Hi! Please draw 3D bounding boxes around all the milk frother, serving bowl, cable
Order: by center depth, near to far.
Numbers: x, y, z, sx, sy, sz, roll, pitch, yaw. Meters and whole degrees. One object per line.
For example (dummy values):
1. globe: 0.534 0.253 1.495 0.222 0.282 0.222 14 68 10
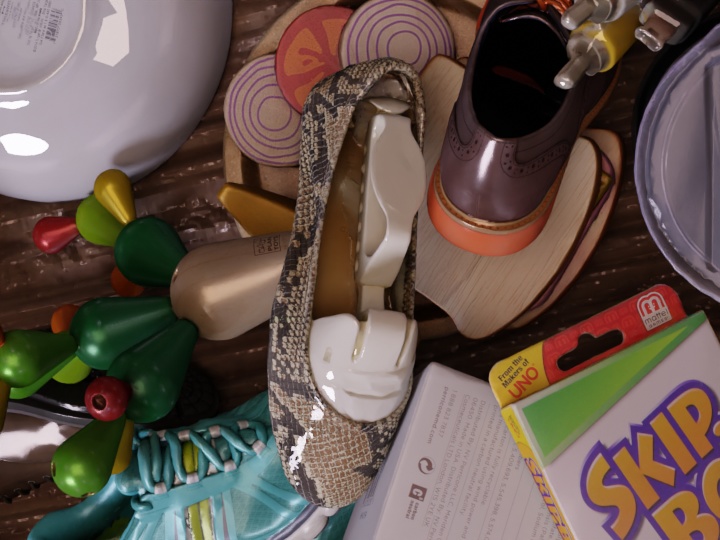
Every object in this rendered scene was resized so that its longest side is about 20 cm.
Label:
1. milk frother: 0.226 -0.057 0.682 0.200 0.188 0.181 -40 92 13
2. cable: 0.147 -0.148 0.682 0.050 0.200 0.097 36 134 7
3. serving bowl: -0.168 -0.133 0.809 0.198 0.066 0.202 1 97 9

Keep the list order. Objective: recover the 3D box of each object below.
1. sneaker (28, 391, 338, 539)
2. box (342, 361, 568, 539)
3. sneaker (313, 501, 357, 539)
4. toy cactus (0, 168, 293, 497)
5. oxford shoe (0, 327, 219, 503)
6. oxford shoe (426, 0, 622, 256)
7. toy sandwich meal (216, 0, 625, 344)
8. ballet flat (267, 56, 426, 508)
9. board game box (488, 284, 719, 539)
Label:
1. sneaker: -0.076 0.104 0.769 0.199 0.078 0.080 -38 130 18
2. box: 0.100 0.128 0.732 0.198 0.124 0.098 20 77 -2
3. sneaker: -0.041 0.177 0.812 0.077 0.080 0.200 44 100 2
4. toy cactus: -0.104 0.013 0.752 0.164 0.201 0.103 -19 118 8
5. oxford shoe: -0.170 0.079 0.840 0.198 0.073 0.085 1 122 6
6. oxford shoe: 0.084 -0.101 0.711 0.071 0.201 0.073 15 143 5
7. toy sandwich meal: 0.022 -0.051 0.781 0.203 0.070 0.207 1 96 10
8. ballet flat: 0.000 0.000 0.697 0.067 0.075 0.202 12 74 -26
9. board game box: 0.136 0.111 0.663 0.095 0.030 0.201 -24 81 -12
